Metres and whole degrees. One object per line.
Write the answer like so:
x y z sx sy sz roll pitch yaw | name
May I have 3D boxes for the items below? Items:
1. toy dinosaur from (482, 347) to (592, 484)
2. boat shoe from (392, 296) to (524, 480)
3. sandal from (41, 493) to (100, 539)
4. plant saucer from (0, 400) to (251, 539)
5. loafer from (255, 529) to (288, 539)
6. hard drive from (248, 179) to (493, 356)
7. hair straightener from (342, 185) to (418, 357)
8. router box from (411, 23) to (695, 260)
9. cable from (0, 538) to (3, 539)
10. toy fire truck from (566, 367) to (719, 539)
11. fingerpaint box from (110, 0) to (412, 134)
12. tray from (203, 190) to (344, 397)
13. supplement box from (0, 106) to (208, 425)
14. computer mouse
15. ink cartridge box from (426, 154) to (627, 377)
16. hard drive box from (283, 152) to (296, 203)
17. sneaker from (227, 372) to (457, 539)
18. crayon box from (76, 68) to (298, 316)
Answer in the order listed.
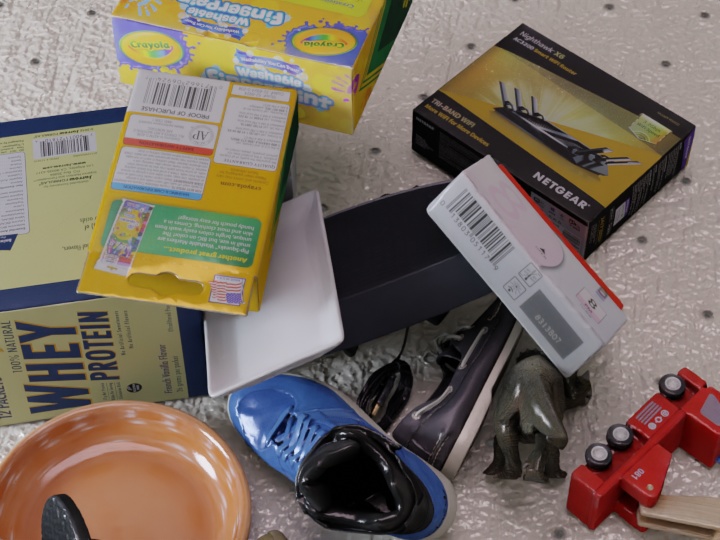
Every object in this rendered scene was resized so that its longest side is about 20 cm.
0.125 0.102 1.222 0.076 0.200 0.104 2 86 15 | toy dinosaur
0.084 0.066 1.289 0.062 0.073 0.201 23 57 6 | boat shoe
-0.159 0.239 1.109 0.048 0.075 0.202 -13 63 -37 | sandal
-0.177 0.186 1.212 0.197 0.038 0.202 0 50 -1 | plant saucer
-0.081 0.264 1.119 0.067 0.076 0.202 6 49 -3 | loafer
0.000 0.000 1.284 0.198 0.043 0.136 -20 35 10 | hard drive
0.019 -0.004 1.367 0.076 0.041 0.201 -4 37 31 | hair straightener
0.168 -0.117 1.460 0.199 0.053 0.157 35 57 26 | router box
-0.293 0.266 1.102 0.199 0.069 0.201 28 69 24 | cable
0.229 0.172 1.216 0.141 0.049 0.199 37 58 27 | toy fire truck
-0.073 -0.206 1.318 0.198 0.074 0.168 13 50 12 | fingerpaint box
-0.066 0.019 1.247 0.106 0.022 0.201 -24 35 9 | tray
-0.230 -0.006 1.311 0.197 0.135 0.201 -8 50 -6 | supplement box
0.047 0.041 1.309 0.034 0.059 0.202 -2 54 38 | computer mouse
0.144 -0.019 1.275 0.163 0.057 0.200 50 29 3 | ink cartridge box
-0.093 -0.129 1.403 0.076 0.157 0.202 -1 48 -1 | hard drive box
-0.029 0.129 1.201 0.199 0.111 0.077 33 93 23 | sneaker
-0.123 -0.048 1.215 0.124 0.052 0.202 8 57 4 | crayon box
